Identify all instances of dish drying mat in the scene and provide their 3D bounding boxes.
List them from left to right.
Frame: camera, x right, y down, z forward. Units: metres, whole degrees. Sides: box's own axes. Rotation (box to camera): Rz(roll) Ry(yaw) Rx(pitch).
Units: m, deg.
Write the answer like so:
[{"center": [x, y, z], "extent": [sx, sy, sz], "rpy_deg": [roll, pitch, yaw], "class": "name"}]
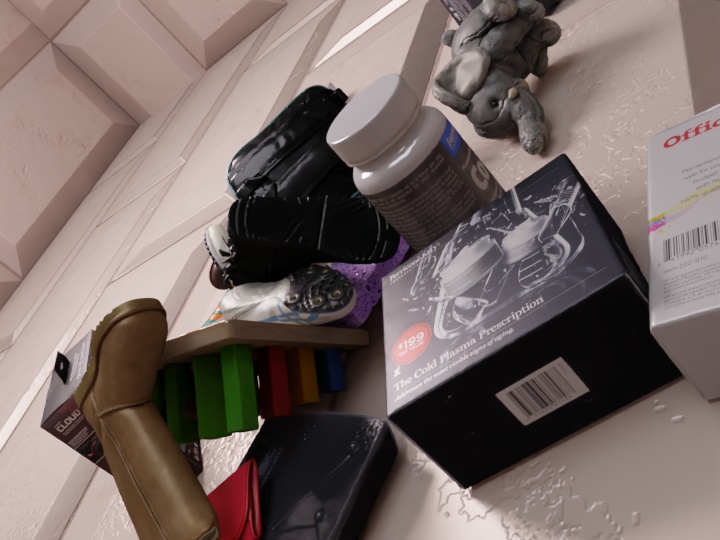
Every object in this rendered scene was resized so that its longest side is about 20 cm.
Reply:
[{"center": [-0.155, 0.259, 0.721], "extent": [0.200, 0.018, 0.077], "rpy_deg": [-45, 38, 33], "class": "dish drying mat"}]

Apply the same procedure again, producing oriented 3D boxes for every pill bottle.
[{"center": [0.064, -0.093, 0.767], "extent": [0.114, 0.200, 0.114], "rpy_deg": [-34, 28, 21], "class": "pill bottle"}]

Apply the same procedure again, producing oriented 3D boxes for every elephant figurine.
[{"center": [0.158, -0.224, 0.924], "extent": [0.155, 0.141, 0.201], "rpy_deg": [121, 167, -73], "class": "elephant figurine"}]

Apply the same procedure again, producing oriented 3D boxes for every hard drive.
[{"center": [-0.054, 0.197, 0.701], "extent": [0.200, 0.042, 0.135], "rpy_deg": [-13, 41, 51], "class": "hard drive"}]

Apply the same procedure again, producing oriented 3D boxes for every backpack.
[{"center": [-0.067, -0.114, 0.985], "extent": [0.200, 0.176, 0.154], "rpy_deg": [-41, -17, -20], "class": "backpack"}]

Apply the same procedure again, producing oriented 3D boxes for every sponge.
[{"center": [0.000, 0.000, 0.893], "extent": [0.111, 0.030, 0.200], "rpy_deg": [-22, 26, 45], "class": "sponge"}]

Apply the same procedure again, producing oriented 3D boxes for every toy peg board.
[{"center": [-0.121, 0.125, 0.790], "extent": [0.199, 0.199, 0.098], "rpy_deg": [-19, 72, 37], "class": "toy peg board"}]

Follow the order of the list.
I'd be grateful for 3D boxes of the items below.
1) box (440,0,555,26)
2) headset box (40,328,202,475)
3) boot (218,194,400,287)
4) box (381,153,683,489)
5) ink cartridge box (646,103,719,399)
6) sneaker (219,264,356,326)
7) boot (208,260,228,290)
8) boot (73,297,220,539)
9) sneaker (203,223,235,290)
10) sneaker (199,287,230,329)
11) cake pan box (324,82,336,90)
[{"center": [0.245, -0.482, 1.165], "extent": [0.200, 0.104, 0.182], "rpy_deg": [-54, 28, -17], "class": "box"}, {"center": [-0.293, 0.171, 0.918], "extent": [0.075, 0.200, 0.149], "rpy_deg": [-44, 25, 3], "class": "headset box"}, {"center": [-0.065, -0.020, 0.859], "extent": [0.163, 0.197, 0.074], "rpy_deg": [111, 162, -67], "class": "boot"}, {"center": [0.123, 0.036, 0.602], "extent": [0.200, 0.104, 0.182], "rpy_deg": [-35, 26, 20], "class": "box"}, {"center": [0.274, -0.032, 0.499], "extent": [0.144, 0.085, 0.201], "rpy_deg": [-24, 34, 37], "class": "ink cartridge box"}, {"center": [-0.072, 0.043, 0.812], "extent": [0.199, 0.073, 0.072], "rpy_deg": [-9, 35, 45], "class": "sneaker"}, {"center": [-0.142, -0.036, 1.124], "extent": [0.200, 0.072, 0.166], "rpy_deg": [-41, 15, -6], "class": "boot"}, {"center": [-0.179, 0.150, 0.679], "extent": [0.200, 0.066, 0.175], "rpy_deg": [54, 133, 26], "class": "boot"}, {"center": [-0.123, 0.008, 0.974], "extent": [0.093, 0.070, 0.200], "rpy_deg": [-31, 65, -10], "class": "sneaker"}, {"center": [-0.172, 0.071, 1.042], "extent": [0.200, 0.071, 0.080], "rpy_deg": [-44, 23, -14], "class": "sneaker"}, {"center": [-0.126, -0.259, 1.475], "extent": [0.184, 0.052, 0.201], "rpy_deg": [-32, 28, 31], "class": "cake pan box"}]
